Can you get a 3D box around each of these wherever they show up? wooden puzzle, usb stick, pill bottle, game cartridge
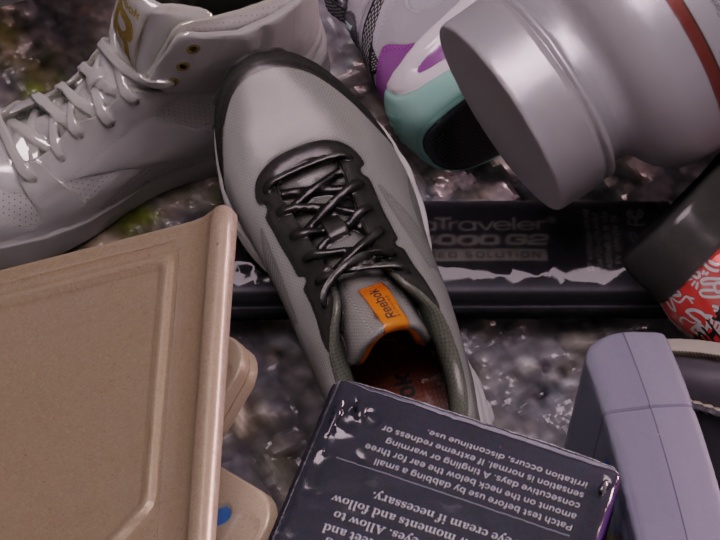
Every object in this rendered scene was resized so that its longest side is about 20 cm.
[{"bbox_3d":[-0.124,0.082,0.939,0.199,0.037,0.186,-17,52,26],"label":"wooden puzzle"},{"bbox_3d":[0.034,-0.004,1.120,0.199,0.033,0.056,-1,50,0],"label":"usb stick"},{"bbox_3d":[0.135,-0.112,1.078,0.199,0.112,0.112,-33,59,-7],"label":"pill bottle"},{"bbox_3d":[0.102,0.129,0.960,0.040,0.134,0.201,-2,53,-11],"label":"game cartridge"}]

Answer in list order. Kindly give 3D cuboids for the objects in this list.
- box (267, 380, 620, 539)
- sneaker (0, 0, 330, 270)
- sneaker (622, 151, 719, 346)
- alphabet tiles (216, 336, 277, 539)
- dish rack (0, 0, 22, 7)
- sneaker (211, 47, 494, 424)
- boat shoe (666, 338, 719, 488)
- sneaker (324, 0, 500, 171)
[{"bbox_3d":[0.003,0.165,0.924,0.104,0.148,0.201,17,57,8],"label":"box"},{"bbox_3d":[-0.106,-0.076,1.122,0.199,0.116,0.074,-23,59,-15],"label":"sneaker"},{"bbox_3d":[0.190,-0.016,1.115,0.108,0.067,0.201,47,45,1],"label":"sneaker"},{"bbox_3d":[-0.112,0.102,0.983,0.195,0.015,0.201,23,82,46],"label":"alphabet tiles"},{"bbox_3d":[-0.122,-0.178,1.199,0.199,0.044,0.172,-12,49,30],"label":"dish rack"},{"bbox_3d":[0.000,0.000,1.057,0.074,0.079,0.201,-22,73,-6],"label":"sneaker"},{"bbox_3d":[0.170,0.089,1.027,0.199,0.073,0.063,26,55,12],"label":"boat shoe"},{"bbox_3d":[0.079,-0.139,1.190,0.199,0.078,0.140,-23,58,-16],"label":"sneaker"}]
